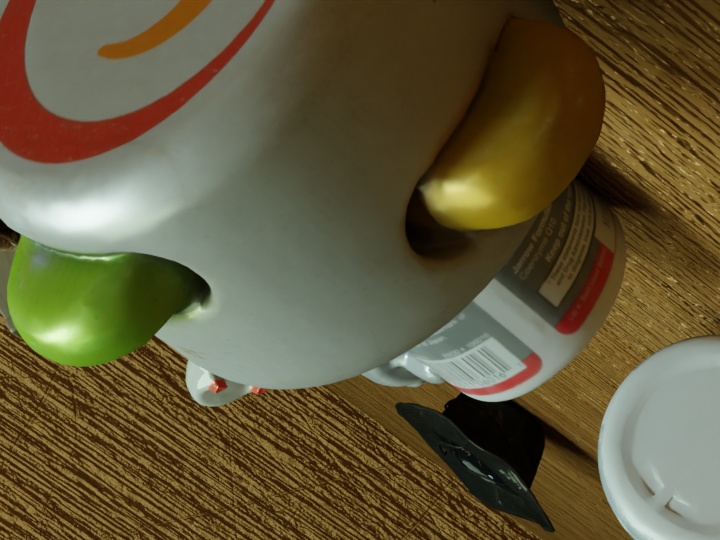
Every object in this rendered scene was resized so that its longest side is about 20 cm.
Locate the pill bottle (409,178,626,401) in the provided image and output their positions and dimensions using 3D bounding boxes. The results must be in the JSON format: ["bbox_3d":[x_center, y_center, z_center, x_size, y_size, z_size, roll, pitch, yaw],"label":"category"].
[{"bbox_3d":[0.018,-0.038,0.828,0.200,0.114,0.114,38,172,-26],"label":"pill bottle"}]

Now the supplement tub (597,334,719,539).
[{"bbox_3d":[0.206,0.121,0.985,0.122,0.123,0.200,30,172,27],"label":"supplement tub"}]

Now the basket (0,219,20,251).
[{"bbox_3d":[-0.186,-0.066,1.019,0.149,0.143,0.200,35,176,10],"label":"basket"}]

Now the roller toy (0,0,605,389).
[{"bbox_3d":[-0.025,-0.061,0.616,0.140,0.199,0.183,41,-155,-41],"label":"roller toy"}]

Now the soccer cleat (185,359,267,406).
[{"bbox_3d":[-0.051,-0.009,1.076,0.069,0.201,0.078,5,-146,-48],"label":"soccer cleat"}]

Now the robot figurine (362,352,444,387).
[{"bbox_3d":[0.000,0.000,1.151,0.200,0.113,0.170,27,140,45],"label":"robot figurine"}]

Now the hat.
[{"bbox_3d":[0.133,0.169,1.803,0.200,0.081,0.201,36,165,11],"label":"hat"}]

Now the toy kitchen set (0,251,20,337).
[{"bbox_3d":[-0.191,-0.084,1.200,0.164,0.199,0.180,58,174,6],"label":"toy kitchen set"}]
